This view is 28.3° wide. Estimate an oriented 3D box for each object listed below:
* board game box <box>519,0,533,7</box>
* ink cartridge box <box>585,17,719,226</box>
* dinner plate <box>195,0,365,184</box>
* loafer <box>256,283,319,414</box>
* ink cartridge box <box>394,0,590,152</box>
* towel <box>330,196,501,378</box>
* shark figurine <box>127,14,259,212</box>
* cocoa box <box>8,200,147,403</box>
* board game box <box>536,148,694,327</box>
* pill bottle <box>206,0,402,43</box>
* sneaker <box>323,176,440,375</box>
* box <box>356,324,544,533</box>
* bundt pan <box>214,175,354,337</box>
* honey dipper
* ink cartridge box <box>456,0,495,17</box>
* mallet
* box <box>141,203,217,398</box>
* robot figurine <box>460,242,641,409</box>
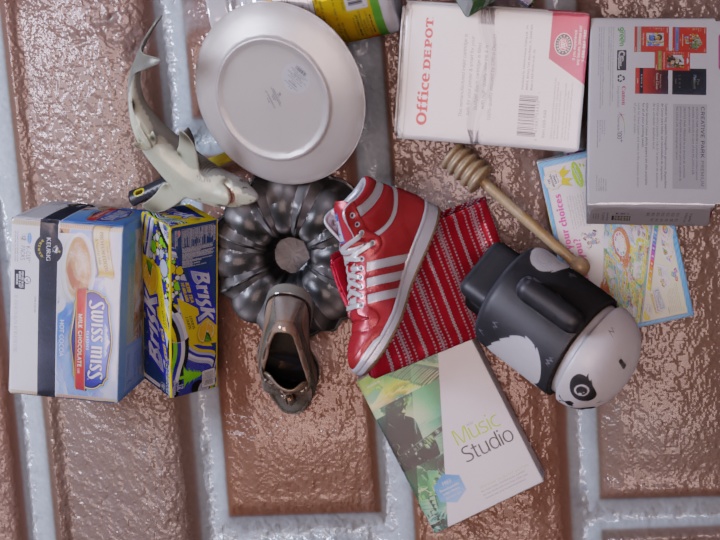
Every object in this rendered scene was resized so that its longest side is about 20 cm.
[{"bbox_3d":[0.142,-0.396,1.525,0.199,0.034,0.136,39,102,2],"label":"board game box"},{"bbox_3d":[0.322,-0.153,1.480,0.173,0.084,0.203,2,78,9],"label":"ink cartridge box"},{"bbox_3d":[-0.089,-0.183,1.509,0.197,0.024,0.203,9,117,17],"label":"dinner plate"},{"bbox_3d":[-0.083,0.101,1.571,0.071,0.063,0.202,5,137,4],"label":"loafer"},{"bbox_3d":[0.140,-0.208,1.531,0.197,0.085,0.148,5,99,6],"label":"ink cartridge box"},{"bbox_3d":[0.075,0.018,1.565,0.198,0.022,0.147,-21,95,-15],"label":"towel"},{"bbox_3d":[-0.205,-0.154,1.551,0.127,0.090,0.216,-21,111,30],"label":"shark figurine"},{"bbox_3d":[-0.311,0.033,1.610,0.129,0.133,0.203,5,100,7],"label":"cocoa box"},{"bbox_3d":[0.278,-0.036,1.563,0.132,0.034,0.203,-12,97,10],"label":"board game box"},{"bbox_3d":[-0.060,-0.293,1.533,0.197,0.111,0.113,-10,97,10],"label":"pill bottle"},{"bbox_3d":[0.000,0.000,1.497,0.111,0.071,0.202,26,74,-18],"label":"sneaker"},{"bbox_3d":[0.103,0.178,1.622,0.143,0.036,0.202,-27,92,11],"label":"box"},{"bbox_3d":[-0.077,-0.016,1.598,0.198,0.076,0.205,1,99,7],"label":"bundt pan"},{"bbox_3d":[0.171,-0.061,1.554,0.200,0.038,0.038,44,103,11],"label":"honey dipper"},{"bbox_3d":[0.158,-0.375,1.449,0.198,0.088,0.146,-31,87,0],"label":"ink cartridge box"},{"bbox_3d":[-0.174,-0.108,1.609,0.198,0.041,0.067,-28,62,15],"label":"mallet"},{"bbox_3d":[-0.202,0.034,1.600,0.064,0.070,0.203,-11,113,-35],"label":"box"},{"bbox_3d":[0.199,0.059,1.504,0.199,0.150,0.126,37,119,21],"label":"robot figurine"}]
